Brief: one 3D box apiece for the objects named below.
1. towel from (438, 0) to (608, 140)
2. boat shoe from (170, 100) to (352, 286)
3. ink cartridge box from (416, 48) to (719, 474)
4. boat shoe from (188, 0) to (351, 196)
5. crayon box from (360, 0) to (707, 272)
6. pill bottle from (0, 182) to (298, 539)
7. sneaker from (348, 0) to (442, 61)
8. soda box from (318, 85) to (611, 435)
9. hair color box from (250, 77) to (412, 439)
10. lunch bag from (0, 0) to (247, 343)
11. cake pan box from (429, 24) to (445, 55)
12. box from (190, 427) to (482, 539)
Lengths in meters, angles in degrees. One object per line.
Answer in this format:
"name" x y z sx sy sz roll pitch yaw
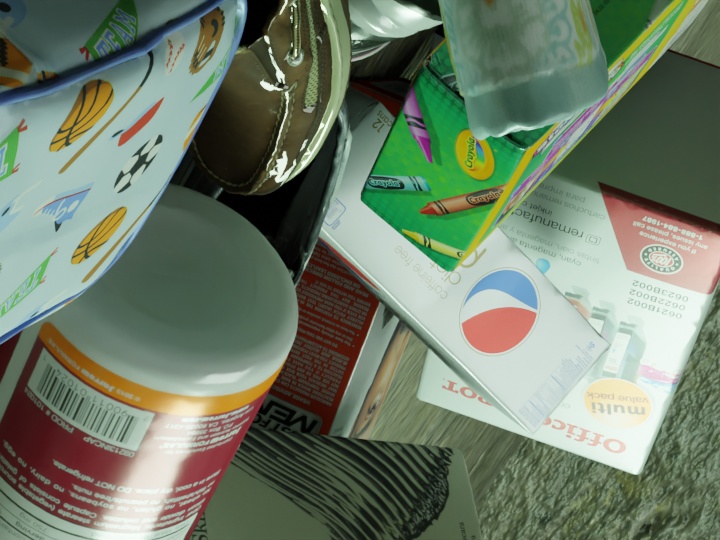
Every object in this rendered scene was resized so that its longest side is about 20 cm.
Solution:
"towel" 0.042 -0.135 0.717 0.048 0.171 0.200 -16 -174 9
"boat shoe" -0.055 -0.008 0.909 0.200 0.072 0.068 -61 -152 27
"ink cartridge box" 0.133 -0.014 1.181 0.145 0.145 0.200 -63 170 -45
"boat shoe" -0.047 -0.099 0.735 0.075 0.075 0.202 -44 154 -39
"crayon box" 0.093 -0.102 0.914 0.200 0.058 0.119 -45 172 -28
"pill bottle" -0.111 0.067 0.870 0.113 0.113 0.200 -39 163 -50
"sneaker" 0.006 -0.136 0.862 0.086 0.080 0.200 -26 -172 26
"soda box" 0.034 -0.007 1.020 0.064 0.200 0.068 -48 -148 -4
"hair color box" 0.000 0.000 1.117 0.200 0.064 0.111 -68 168 12
"lunch bag" -0.124 -0.029 0.630 0.160 0.076 0.200 -56 169 29
"cake pan box" 0.111 -0.175 1.036 0.200 0.052 0.184 -32 142 -44
"box" -0.041 0.129 1.035 0.200 0.082 0.068 7 143 -29
